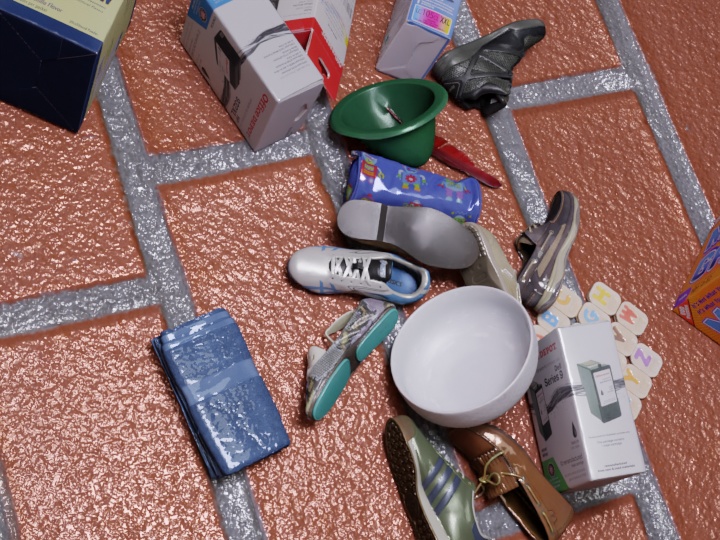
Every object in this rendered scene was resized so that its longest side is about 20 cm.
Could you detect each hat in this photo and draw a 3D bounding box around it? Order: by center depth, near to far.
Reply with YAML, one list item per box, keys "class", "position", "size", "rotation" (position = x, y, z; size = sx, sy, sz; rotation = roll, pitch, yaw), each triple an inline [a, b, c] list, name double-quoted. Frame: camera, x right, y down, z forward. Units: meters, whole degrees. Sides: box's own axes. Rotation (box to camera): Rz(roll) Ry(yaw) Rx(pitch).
- class: "hat"
  position: [0.068, -0.161, 1.803]
  size: [0.198, 0.178, 0.166]
  rotation: [8, 40, 32]

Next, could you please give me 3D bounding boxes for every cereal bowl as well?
- class: "cereal bowl"
  position: [0.142, 0.124, 1.641]
  size: [0.197, 0.084, 0.202]
  rotation: [-14, 46, 15]

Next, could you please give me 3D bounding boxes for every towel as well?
- class: "towel"
  position: [-0.173, 0.153, 1.567]
  size: [0.111, 0.049, 0.202]
  rotation: [-21, 75, -26]

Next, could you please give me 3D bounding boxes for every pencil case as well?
- class: "pencil case"
  position: [0.071, -0.110, 1.752]
  size: [0.197, 0.078, 0.088]
  rotation: [12, 46, -14]

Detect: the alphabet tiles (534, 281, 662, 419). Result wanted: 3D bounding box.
- class: "alphabet tiles"
  position: [0.334, 0.114, 1.784]
  size: [0.195, 0.015, 0.201]
  rotation: [36, 61, -1]

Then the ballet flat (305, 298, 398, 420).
- class: "ballet flat"
  position: [-0.029, 0.110, 1.636]
  size: [0.072, 0.072, 0.201]
  rotation: [40, 60, 1]

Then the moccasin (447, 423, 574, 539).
- class: "moccasin"
  position: [0.187, 0.275, 1.633]
  size: [0.202, 0.074, 0.078]
  rotation: [49, 53, -4]

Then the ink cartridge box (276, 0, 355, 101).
- class: "ink cartridge box"
  position: [-0.066, -0.350, 1.779]
  size: [0.066, 0.116, 0.202]
  rotation: [-2, 61, 22]

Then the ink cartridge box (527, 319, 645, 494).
- class: "ink cartridge box"
  position: [0.288, 0.182, 1.653]
  size: [0.083, 0.146, 0.203]
  rotation: [-6, 74, -17]

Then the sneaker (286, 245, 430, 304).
- class: "sneaker"
  position: [0.000, 0.000, 1.683]
  size: [0.197, 0.073, 0.073]
  rotation: [9, 66, -14]

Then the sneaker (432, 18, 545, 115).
- class: "sneaker"
  position: [0.214, -0.302, 1.891]
  size: [0.198, 0.076, 0.115]
  rotation: [-29, 81, -24]

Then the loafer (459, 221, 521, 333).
- class: "loafer"
  position: [0.188, 0.028, 1.728]
  size: [0.068, 0.075, 0.203]
  rotation: [-10, 83, -49]

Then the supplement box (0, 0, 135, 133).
- class: "supplement box"
  position: [-0.376, -0.329, 1.618]
  size: [0.133, 0.200, 0.202]
  rotation: [23, 60, -10]

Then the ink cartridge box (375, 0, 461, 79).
- class: "ink cartridge box"
  position: [0.098, -0.396, 1.853]
  size: [0.075, 0.137, 0.202]
  rotation: [20, 62, -12]

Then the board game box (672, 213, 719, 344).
- class: "board game box"
  position: [0.617, 0.006, 1.825]
  size: [0.199, 0.200, 0.201]
  rotation: [35, 61, -1]

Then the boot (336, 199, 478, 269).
- class: "boot"
  position: [0.064, -0.050, 1.708]
  size: [0.197, 0.075, 0.075]
  rotation: [16, 83, -1]

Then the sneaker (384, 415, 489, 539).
- class: "sneaker"
  position: [0.102, 0.276, 1.604]
  size: [0.089, 0.067, 0.203]
  rotation: [-12, 75, -28]

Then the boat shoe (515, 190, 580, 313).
- class: "boat shoe"
  position: [0.262, -0.038, 1.791]
  size: [0.072, 0.075, 0.202]
  rotation: [22, 57, -5]

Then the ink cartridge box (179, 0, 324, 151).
- class: "ink cartridge box"
  position: [-0.151, -0.288, 1.711]
  size: [0.083, 0.145, 0.201]
  rotation: [-30, 80, -27]
